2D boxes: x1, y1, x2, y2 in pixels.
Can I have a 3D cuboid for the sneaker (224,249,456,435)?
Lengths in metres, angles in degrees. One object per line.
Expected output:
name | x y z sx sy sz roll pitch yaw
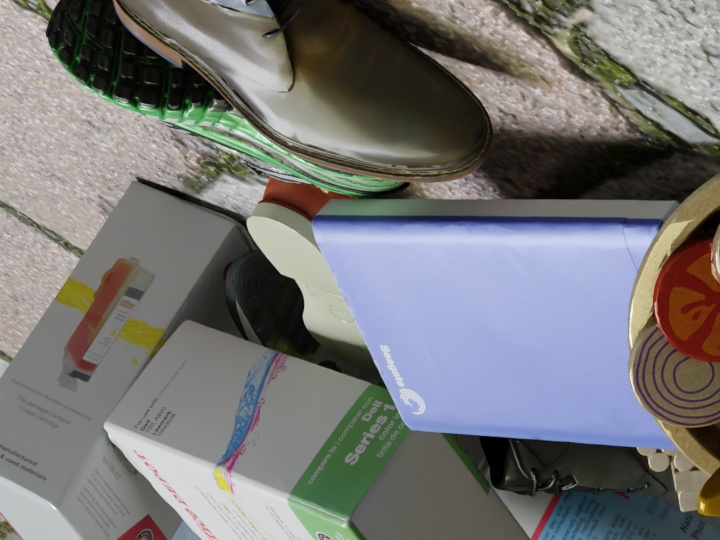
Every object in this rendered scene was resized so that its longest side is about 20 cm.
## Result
sneaker | -0.023 0.056 1.549 0.084 0.075 0.200 7 150 48

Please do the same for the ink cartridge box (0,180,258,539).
ink cartridge box | -0.134 0.071 1.557 0.083 0.200 0.145 23 160 26

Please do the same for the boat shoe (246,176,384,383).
boat shoe | 0.000 0.000 1.396 0.071 0.063 0.200 16 156 30

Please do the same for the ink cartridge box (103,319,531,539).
ink cartridge box | -0.023 0.119 1.448 0.200 0.084 0.145 17 153 43

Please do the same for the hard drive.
hard drive | 0.082 0.025 1.234 0.199 0.025 0.132 2 129 40

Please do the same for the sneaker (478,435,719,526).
sneaker | 0.115 0.091 1.416 0.200 0.091 0.076 31 158 -6

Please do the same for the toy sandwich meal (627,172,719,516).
toy sandwich meal | 0.207 0.037 1.065 0.204 0.070 0.206 4 121 7

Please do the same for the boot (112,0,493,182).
boot | -0.032 -0.108 1.166 0.199 0.075 0.097 27 163 13

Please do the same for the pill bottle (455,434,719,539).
pill bottle | 0.135 0.160 1.526 0.199 0.109 0.109 29 160 5

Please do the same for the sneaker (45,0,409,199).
sneaker | -0.062 -0.082 1.264 0.199 0.078 0.085 25 161 12

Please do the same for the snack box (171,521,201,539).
snack box | -0.115 0.146 1.755 0.068 0.169 0.200 32 159 -7

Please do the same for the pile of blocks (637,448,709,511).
pile of blocks | 0.180 0.079 1.363 0.200 0.082 0.062 45 -163 -16
